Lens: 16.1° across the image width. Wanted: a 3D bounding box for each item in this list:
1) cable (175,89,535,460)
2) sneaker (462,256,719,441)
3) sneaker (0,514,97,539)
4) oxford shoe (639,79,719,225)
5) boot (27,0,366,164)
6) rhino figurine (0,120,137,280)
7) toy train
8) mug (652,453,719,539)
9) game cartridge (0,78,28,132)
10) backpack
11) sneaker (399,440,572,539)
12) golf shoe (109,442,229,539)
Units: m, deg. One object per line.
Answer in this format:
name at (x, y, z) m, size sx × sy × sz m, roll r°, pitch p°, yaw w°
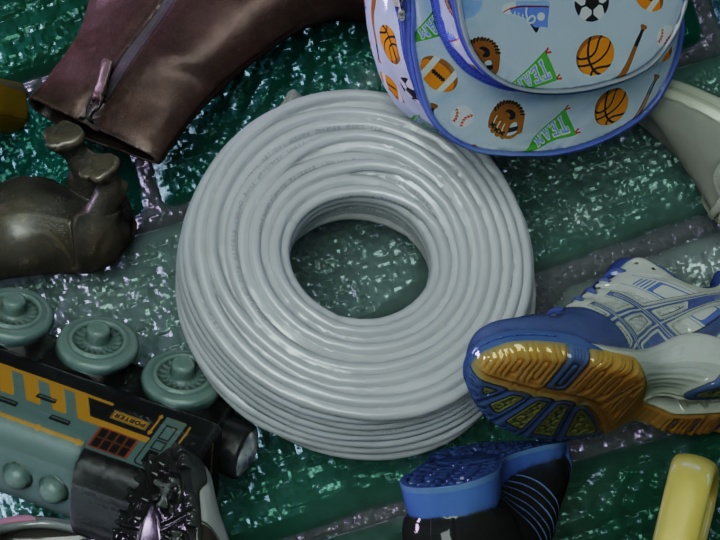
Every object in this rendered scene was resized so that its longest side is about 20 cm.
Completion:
cable at (0.000, 0.000, 1.382) m, size 0.200 × 0.069 × 0.200 m, roll 33°, pitch 65°, yaw 7°
sneaker at (0.129, 0.037, 1.341) m, size 0.075 × 0.199 × 0.088 m, roll -45°, pitch 52°, yaw 41°
sneaker at (-0.119, 0.173, 1.380) m, size 0.199 × 0.082 × 0.070 m, roll 4°, pitch 78°, yaw 10°
oxford shoe at (0.218, -0.035, 1.378) m, size 0.200 × 0.075 × 0.058 m, roll 39°, pitch 83°, yaw 10°
boot at (-0.070, -0.125, 1.434) m, size 0.199 × 0.072 × 0.167 m, roll 20°, pitch 69°, yaw 26°
rhino figurine at (-0.220, -0.025, 1.442) m, size 0.199 × 0.088 × 0.060 m, roll -9°, pitch 47°, yaw 8°
toy train at (-0.158, 0.082, 1.385) m, size 0.199 × 0.085 × 0.114 m, roll 19°, pitch 39°, yaw 13°
mug at (0.137, 0.200, 1.297) m, size 0.149 × 0.153 × 0.187 m, roll -19°, pitch 75°, yaw 5°
game cartridge at (-0.293, -0.086, 1.405) m, size 0.176 × 0.200 × 0.033 m, roll -4°, pitch 92°, yaw 9°
backpack at (0.090, -0.156, 1.336) m, size 0.199 × 0.154 × 0.191 m, roll -8°, pitch 112°, yaw -11°
sneaker at (0.065, 0.132, 1.310) m, size 0.070 × 0.200 × 0.078 m, roll -4°, pitch 93°, yaw 20°
golf shoe at (-0.071, 0.188, 1.294) m, size 0.078 × 0.094 × 0.201 m, roll -19°, pitch 74°, yaw 49°
